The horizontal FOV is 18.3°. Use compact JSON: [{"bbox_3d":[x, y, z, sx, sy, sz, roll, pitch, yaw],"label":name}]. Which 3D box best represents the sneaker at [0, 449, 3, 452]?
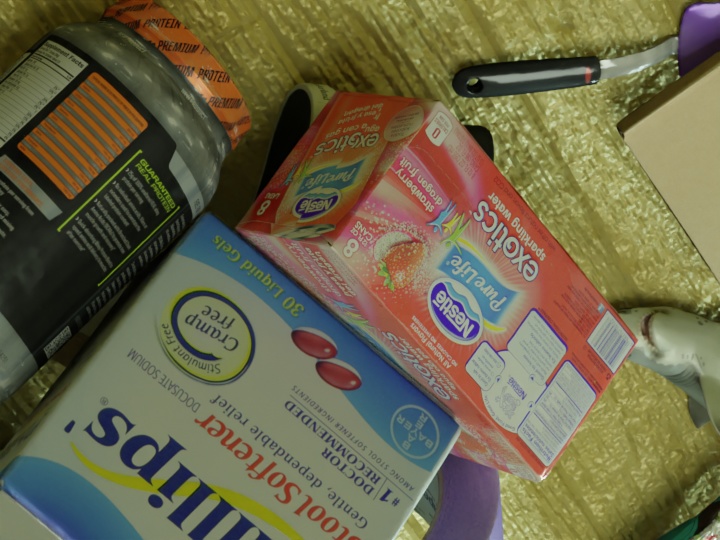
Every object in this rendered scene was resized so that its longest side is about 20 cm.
[{"bbox_3d":[-0.222,0.153,1.295,0.199,0.084,0.074,-22,127,-2],"label":"sneaker"}]

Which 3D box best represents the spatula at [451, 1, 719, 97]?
[{"bbox_3d":[0.149,-0.119,1.275,0.199,0.021,0.057,-9,124,-11],"label":"spatula"}]

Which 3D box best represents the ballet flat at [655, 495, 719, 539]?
[{"bbox_3d":[0.243,0.176,1.458,0.200,0.076,0.064,-40,85,18],"label":"ballet flat"}]

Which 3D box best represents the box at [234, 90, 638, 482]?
[{"bbox_3d":[0.042,0.009,1.192,0.200,0.094,0.103,47,69,-31],"label":"box"}]

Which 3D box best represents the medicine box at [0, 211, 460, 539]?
[{"bbox_3d":[-0.079,0.109,1.147,0.182,0.200,0.103,40,144,-8],"label":"medicine box"}]

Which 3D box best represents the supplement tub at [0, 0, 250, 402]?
[{"bbox_3d":[-0.157,-0.040,1.138,0.200,0.122,0.123,-44,128,-15],"label":"supplement tub"}]

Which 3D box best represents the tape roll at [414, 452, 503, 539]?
[{"bbox_3d":[-0.017,0.153,1.283,0.199,0.201,0.085,-15,137,-8],"label":"tape roll"}]

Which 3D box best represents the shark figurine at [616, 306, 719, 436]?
[{"bbox_3d":[0.237,0.106,1.406,0.128,0.215,0.089,-27,174,-32],"label":"shark figurine"}]

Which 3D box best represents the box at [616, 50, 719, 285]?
[{"bbox_3d":[0.269,-0.081,1.300,0.199,0.021,0.164,-35,118,5],"label":"box"}]

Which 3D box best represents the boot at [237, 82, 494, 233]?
[{"bbox_3d":[0.000,0.000,1.278,0.143,0.073,0.201,12,114,-26],"label":"boot"}]

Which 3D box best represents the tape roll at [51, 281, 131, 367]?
[{"bbox_3d":[-0.174,0.082,1.200,0.202,0.204,0.037,10,150,-23],"label":"tape roll"}]
